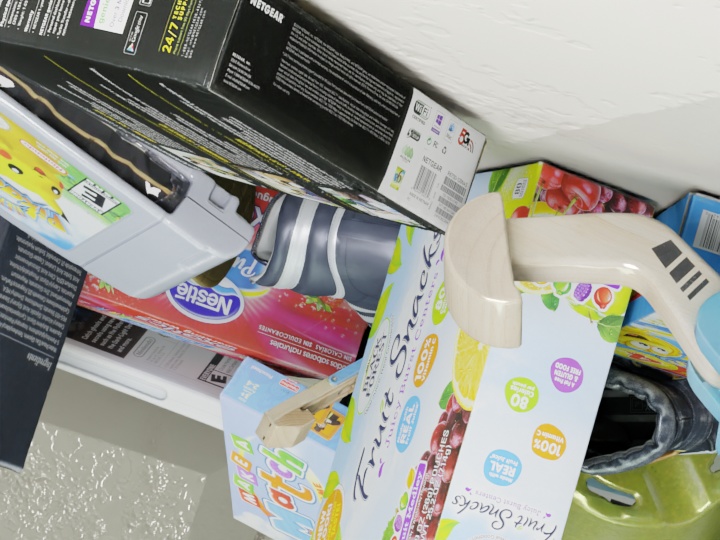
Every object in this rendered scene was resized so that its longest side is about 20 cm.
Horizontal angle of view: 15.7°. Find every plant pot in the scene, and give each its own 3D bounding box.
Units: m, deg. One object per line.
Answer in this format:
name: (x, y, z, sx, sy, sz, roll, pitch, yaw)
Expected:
plant pot: (0.147, 0.106, 1.526, 0.200, 0.201, 0.184, 17, 161, 1)

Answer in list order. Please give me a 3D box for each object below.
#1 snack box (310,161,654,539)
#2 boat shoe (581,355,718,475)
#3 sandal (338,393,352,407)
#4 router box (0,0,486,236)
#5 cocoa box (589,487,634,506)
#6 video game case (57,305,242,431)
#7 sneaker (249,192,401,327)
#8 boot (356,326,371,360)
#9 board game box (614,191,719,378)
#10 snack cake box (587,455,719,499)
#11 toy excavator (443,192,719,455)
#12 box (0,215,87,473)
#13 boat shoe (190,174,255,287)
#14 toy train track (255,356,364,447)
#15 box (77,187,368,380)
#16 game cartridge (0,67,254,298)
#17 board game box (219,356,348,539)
snack box: (0.053, 0.057, 1.234, 0.067, 0.201, 0.169, 20, 173, -17)
boat shoe: (0.100, 0.071, 1.369, 0.200, 0.071, 0.091, -5, 180, 39)
sandal: (0.039, 0.091, 1.548, 0.048, 0.076, 0.200, 29, 160, -22)
router box: (-0.059, -0.077, 1.073, 0.149, 0.051, 0.200, 15, 172, 33)
cocoa box: (0.153, 0.152, 1.974, 0.199, 0.134, 0.131, 19, 173, -14)
video game case: (-0.127, 0.021, 1.633, 0.181, 0.023, 0.200, 20, -151, 9)
sneaker: (0.000, 0.000, 1.440, 0.108, 0.070, 0.200, 12, 165, 7)
boot: (0.023, 0.039, 1.676, 0.199, 0.075, 0.097, 18, 170, -22)
board game box: (0.220, 0.031, 1.215, 0.199, 0.056, 0.196, 18, 173, -2)
snack cake box: (0.141, 0.100, 1.783, 0.199, 0.067, 0.115, 14, -174, 28)
toy excavator: (0.157, 0.021, 1.068, 0.200, 0.194, 0.100, 53, 161, 33)
box: (-0.233, -0.013, 1.388, 0.148, 0.201, 0.107, 14, 173, 21)
boat shoe: (-0.107, -0.048, 1.367, 0.066, 0.072, 0.201, 21, 169, 16)
toy train track: (0.034, 0.048, 1.368, 0.033, 0.200, 0.115, 52, 148, 17)
box: (-0.096, -0.009, 1.507, 0.199, 0.096, 0.100, 20, 173, -21)
game cartridge: (-0.155, -0.058, 1.250, 0.200, 0.041, 0.133, 37, 161, -13)
board game box: (0.014, 0.142, 1.513, 0.200, 0.037, 0.151, 27, 151, 17)
